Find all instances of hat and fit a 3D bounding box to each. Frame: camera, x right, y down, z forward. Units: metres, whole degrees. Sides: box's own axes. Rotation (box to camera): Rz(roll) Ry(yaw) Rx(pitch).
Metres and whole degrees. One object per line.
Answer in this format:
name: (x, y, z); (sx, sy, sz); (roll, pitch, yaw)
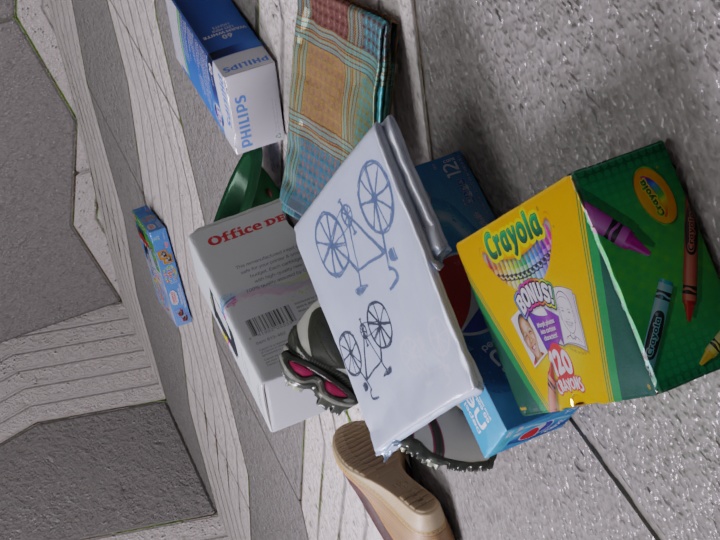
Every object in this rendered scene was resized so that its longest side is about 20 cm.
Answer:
hat: (-0.072, -0.022, 1.470); (0.166, 0.176, 0.200); (-168, 98, -75)

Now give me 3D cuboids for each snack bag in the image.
snack bag: (0.019, 0.019, 0.920); (0.189, 0.021, 0.200); (-46, 61, 60)

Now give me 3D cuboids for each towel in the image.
towel: (-0.021, -0.118, 1.044); (0.147, 0.022, 0.200); (37, 129, 50)

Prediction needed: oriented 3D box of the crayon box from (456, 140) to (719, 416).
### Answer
crayon box: (0.127, 0.013, 0.741); (0.200, 0.058, 0.119); (143, 107, -74)

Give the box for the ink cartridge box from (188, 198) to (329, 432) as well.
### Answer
ink cartridge box: (-0.060, 0.032, 1.249); (0.083, 0.146, 0.200); (86, 159, -50)

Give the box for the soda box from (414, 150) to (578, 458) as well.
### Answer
soda box: (0.078, 0.022, 0.913); (0.068, 0.064, 0.200); (106, 141, -65)

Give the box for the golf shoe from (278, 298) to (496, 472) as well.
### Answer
golf shoe: (0.035, 0.091, 1.036); (0.200, 0.088, 0.077); (30, -171, -14)

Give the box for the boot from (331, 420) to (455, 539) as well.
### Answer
boot: (0.034, 0.262, 1.341); (0.200, 0.072, 0.166); (43, 147, 53)

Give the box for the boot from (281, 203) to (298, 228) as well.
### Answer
boot: (0.000, 0.000, 1.147); (0.200, 0.069, 0.174); (141, 110, -72)

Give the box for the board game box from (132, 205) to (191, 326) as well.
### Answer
board game box: (-0.381, -0.010, 2.514); (0.151, 0.037, 0.200); (-140, 33, -61)

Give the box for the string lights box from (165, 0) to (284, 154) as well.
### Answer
string lights box: (-0.149, -0.225, 1.403); (0.103, 0.059, 0.200); (85, 159, -45)
